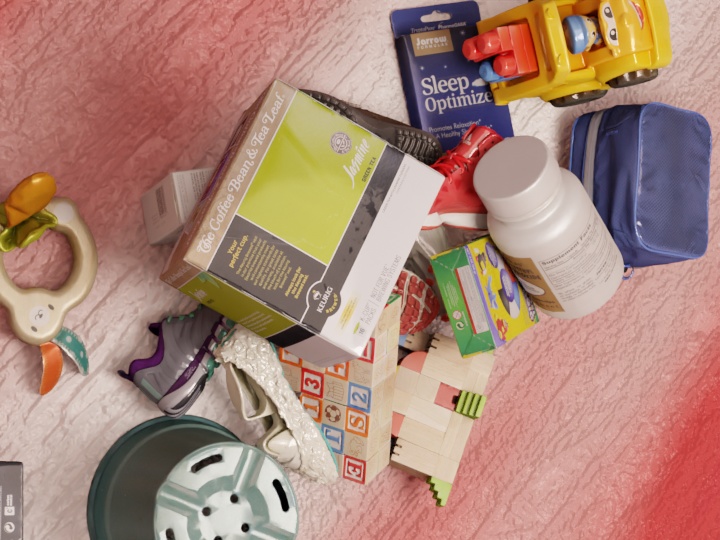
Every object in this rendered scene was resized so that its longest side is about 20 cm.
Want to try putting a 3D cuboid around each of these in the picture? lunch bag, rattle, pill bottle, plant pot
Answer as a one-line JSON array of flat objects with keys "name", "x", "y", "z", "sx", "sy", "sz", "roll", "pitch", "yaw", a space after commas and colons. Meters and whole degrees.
[{"name": "lunch bag", "x": 0.321, "y": -0.090, "z": 1.815, "sx": 0.135, "sy": 0.132, "sz": 0.203, "roll": 11, "pitch": 80, "yaw": -37}, {"name": "rattle", "x": -0.308, "y": 0.016, "z": 1.556, "sx": 0.129, "sy": 0.142, "sz": 0.203, "roll": 2, "pitch": 78, "yaw": -40}, {"name": "pill bottle", "x": 0.201, "y": -0.048, "z": 1.681, "sx": 0.115, "sy": 0.114, "sz": 0.200, "roll": -53, "pitch": 134, "yaw": -17}, {"name": "plant pot", "x": -0.160, "y": 0.245, "z": 1.558, "sx": 0.198, "sy": 0.196, "sz": 0.203, "roll": 2, "pitch": 84, "yaw": -20}]

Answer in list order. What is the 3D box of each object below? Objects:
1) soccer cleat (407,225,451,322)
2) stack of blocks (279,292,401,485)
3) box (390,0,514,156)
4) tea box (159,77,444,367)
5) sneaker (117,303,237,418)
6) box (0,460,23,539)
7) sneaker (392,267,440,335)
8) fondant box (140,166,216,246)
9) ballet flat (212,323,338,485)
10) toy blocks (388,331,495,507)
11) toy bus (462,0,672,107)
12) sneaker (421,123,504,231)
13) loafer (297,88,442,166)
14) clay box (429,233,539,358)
[{"name": "soccer cleat", "x": 0.078, "y": -0.026, "z": 1.747, "sx": 0.200, "sy": 0.069, "sz": 0.078, "roll": 50, "pitch": 53, "yaw": -13}, {"name": "stack of blocks", "x": -0.025, "y": 0.114, "z": 1.642, "sx": 0.058, "sy": 0.114, "sz": 0.202, "roll": -32, "pitch": 131, "yaw": -56}, {"name": "box", "x": 0.109, "y": -0.213, "z": 1.794, "sx": 0.120, "sy": 0.032, "sz": 0.202, "roll": -11, "pitch": 88, "yaw": -22}, {"name": "tea box", "x": -0.059, "y": -0.041, "z": 1.496, "sx": 0.196, "sy": 0.133, "sz": 0.201, "roll": 30, "pitch": 74, "yaw": -12}, {"name": "sneaker", "x": -0.170, "y": 0.056, "z": 1.641, "sx": 0.087, "sy": 0.075, "sz": 0.201, "roll": 34, "pitch": 64, "yaw": 5}, {"name": "box", "x": -0.427, "y": 0.240, "z": 1.450, "sx": 0.194, "sy": 0.200, "sz": 0.126, "roll": 1, "pitch": 83, "yaw": -22}, {"name": "sneaker", "x": 0.000, "y": 0.000, "z": 1.697, "sx": 0.199, "sy": 0.082, "sz": 0.078, "roll": 28, "pitch": 113, "yaw": -11}, {"name": "fondant box", "x": -0.119, "y": -0.077, "z": 1.631, "sx": 0.198, "sy": 0.144, "sz": 0.059, "roll": -9, "pitch": 86, "yaw": -22}, {"name": "ballet flat", "x": -0.095, "y": 0.149, "z": 1.604, "sx": 0.071, "sy": 0.072, "sz": 0.201, "roll": -33, "pitch": 104, "yaw": -21}, {"name": "toy blocks", "x": 0.059, "y": 0.144, "z": 1.718, "sx": 0.135, "sy": 0.100, "sz": 0.202, "roll": 22, "pitch": 77, "yaw": -6}, {"name": "toy bus", "x": 0.218, "y": -0.257, "z": 1.729, "sx": 0.191, "sy": 0.199, "sz": 0.137, "roll": -12, "pitch": 90, "yaw": -37}, {"name": "sneaker", "x": 0.085, "y": -0.109, "z": 1.668, "sx": 0.199, "sy": 0.078, "sz": 0.117, "roll": -1, "pitch": 115, "yaw": -50}, {"name": "loafer", "x": -0.008, "y": -0.148, "z": 1.728, "sx": 0.198, "sy": 0.071, "sz": 0.074, "roll": 20, "pitch": 97, "yaw": -5}, {"name": "clay box", "x": 0.144, "y": 0.020, "z": 1.712, "sx": 0.200, "sy": 0.047, "sz": 0.116, "roll": -21, "pitch": 94, "yaw": -66}]
